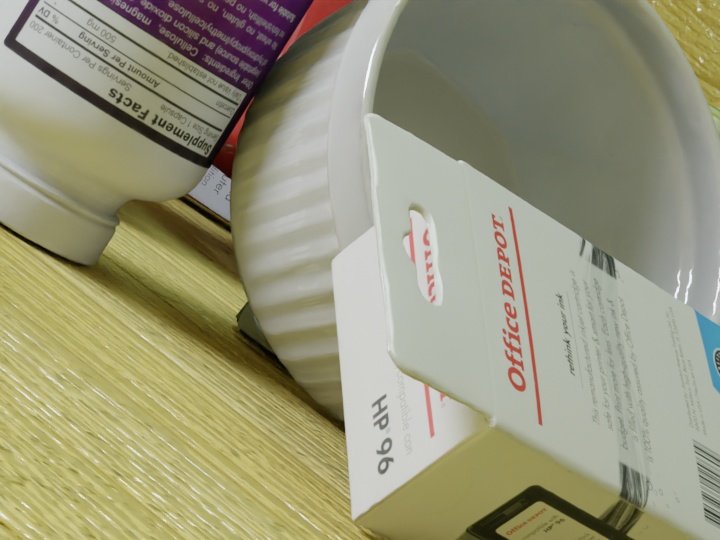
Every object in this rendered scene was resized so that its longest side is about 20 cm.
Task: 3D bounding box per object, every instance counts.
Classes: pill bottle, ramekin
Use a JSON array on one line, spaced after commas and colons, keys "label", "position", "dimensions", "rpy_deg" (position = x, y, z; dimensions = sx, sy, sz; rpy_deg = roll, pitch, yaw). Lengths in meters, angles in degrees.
[{"label": "pill bottle", "position": [-0.081, -0.106, 1.006], "dimensions": [0.112, 0.200, 0.112], "rpy_deg": [32, 5, -3]}, {"label": "ramekin", "position": [0.042, -0.022, 1.035], "dimensions": [0.200, 0.201, 0.105], "rpy_deg": [30, -28, -32]}]

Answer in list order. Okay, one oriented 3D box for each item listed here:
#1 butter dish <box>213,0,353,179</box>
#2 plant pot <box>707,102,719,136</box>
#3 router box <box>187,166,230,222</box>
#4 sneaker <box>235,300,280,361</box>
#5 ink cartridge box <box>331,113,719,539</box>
[{"label": "butter dish", "position": [-0.034, -0.115, 1.325], "dimensions": [0.147, 0.200, 0.200], "rpy_deg": [28, -3, -21]}, {"label": "plant pot", "position": [0.143, 0.015, 1.311], "dimensions": [0.200, 0.193, 0.200], "rpy_deg": [33, 5, -3]}, {"label": "router box", "position": [-0.088, -0.155, 1.462], "dimensions": [0.179, 0.201, 0.049], "rpy_deg": [32, -1, -1]}, {"label": "sneaker", "position": [0.000, 0.000, 1.167], "dimensions": [0.074, 0.089, 0.200], "rpy_deg": [31, 3, -1]}, {"label": "ink cartridge box", "position": [0.056, 0.045, 0.892], "dimensions": [0.200, 0.068, 0.116], "rpy_deg": [31, 36, -33]}]
